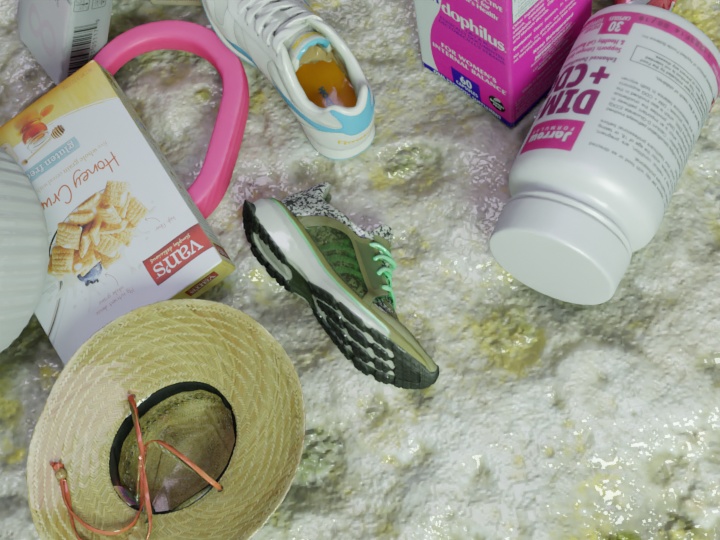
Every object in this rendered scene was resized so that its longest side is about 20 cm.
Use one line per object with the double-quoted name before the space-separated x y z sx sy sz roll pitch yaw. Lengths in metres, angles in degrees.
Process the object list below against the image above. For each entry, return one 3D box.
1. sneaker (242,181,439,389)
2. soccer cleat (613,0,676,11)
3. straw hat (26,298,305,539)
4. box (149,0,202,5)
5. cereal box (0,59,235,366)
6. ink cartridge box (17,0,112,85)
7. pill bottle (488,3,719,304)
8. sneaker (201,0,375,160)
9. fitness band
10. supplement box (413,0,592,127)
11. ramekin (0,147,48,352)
"sneaker" 0.000 0.000 0.866 0.089 0.077 0.200 -35 66 -19
"soccer cleat" 0.243 -0.251 0.957 0.076 0.067 0.200 11 63 8
"straw hat" -0.123 0.126 0.811 0.201 0.085 0.201 -5 66 11
"box" -0.149 -0.309 0.963 0.095 0.200 0.078 2 64 9
"cereal box" -0.206 -0.041 0.900 0.144 0.040 0.200 -36 73 3
"ink cartridge box" -0.275 -0.278 0.990 0.057 0.163 0.200 -26 62 -37
"pill bottle" 0.176 -0.083 0.854 0.113 0.113 0.200 22 69 17
"sneaker" -0.055 -0.184 0.934 0.076 0.081 0.200 -38 79 -13
"fitness band" -0.168 -0.116 0.963 0.143 0.037 0.200 7 66 11
"supplement box" 0.106 -0.216 0.881 0.101 0.200 0.103 40 75 23
"ramekin" -0.321 -0.015 0.859 0.200 0.105 0.200 0 91 30
